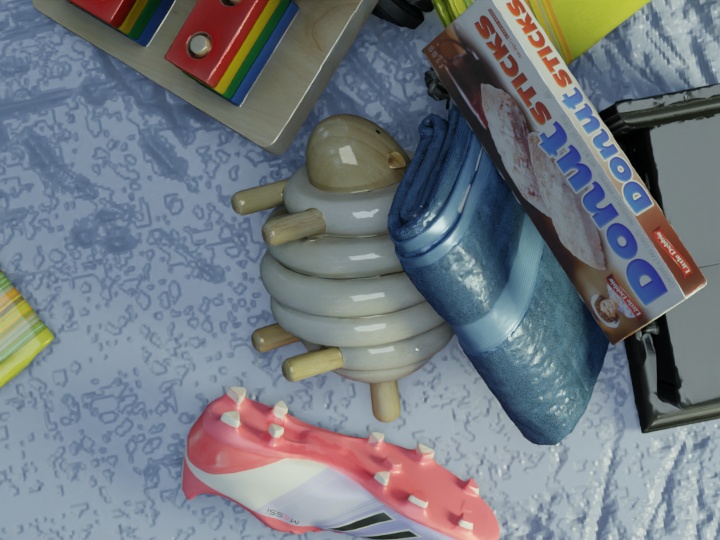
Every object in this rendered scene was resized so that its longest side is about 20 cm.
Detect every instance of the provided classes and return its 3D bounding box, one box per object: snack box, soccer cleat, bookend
[{"bbox_3d":[0.112,-0.059,1.386,0.024,0.072,0.200,-29,84,-39],"label":"snack box"},{"bbox_3d":[-0.013,0.138,1.534,0.199,0.067,0.077,22,121,-5],"label":"soccer cleat"},{"bbox_3d":[0.200,-0.004,1.459,0.092,0.199,0.201,-11,91,0],"label":"bookend"}]

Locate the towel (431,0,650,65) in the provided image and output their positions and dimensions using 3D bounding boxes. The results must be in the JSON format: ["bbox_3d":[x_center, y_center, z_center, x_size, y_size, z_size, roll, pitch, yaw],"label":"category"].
[{"bbox_3d":[0.121,-0.171,1.487,0.200,0.018,0.086,-38,113,-37],"label":"towel"}]

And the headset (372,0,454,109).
[{"bbox_3d":[0.042,-0.190,1.496,0.123,0.094,0.201,-19,74,25],"label":"headset"}]

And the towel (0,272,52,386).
[{"bbox_3d":[-0.283,-0.008,1.544,0.086,0.018,0.200,-38,89,-4],"label":"towel"}]

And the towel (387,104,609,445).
[{"bbox_3d":[0.085,0.005,1.460,0.048,0.200,0.112,-6,47,32],"label":"towel"}]

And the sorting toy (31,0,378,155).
[{"bbox_3d":[-0.083,-0.205,1.485,0.200,0.070,0.199,32,90,26],"label":"sorting toy"}]

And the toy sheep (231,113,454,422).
[{"bbox_3d":[0.000,0.000,1.494,0.137,0.138,0.201,-5,118,0],"label":"toy sheep"}]
